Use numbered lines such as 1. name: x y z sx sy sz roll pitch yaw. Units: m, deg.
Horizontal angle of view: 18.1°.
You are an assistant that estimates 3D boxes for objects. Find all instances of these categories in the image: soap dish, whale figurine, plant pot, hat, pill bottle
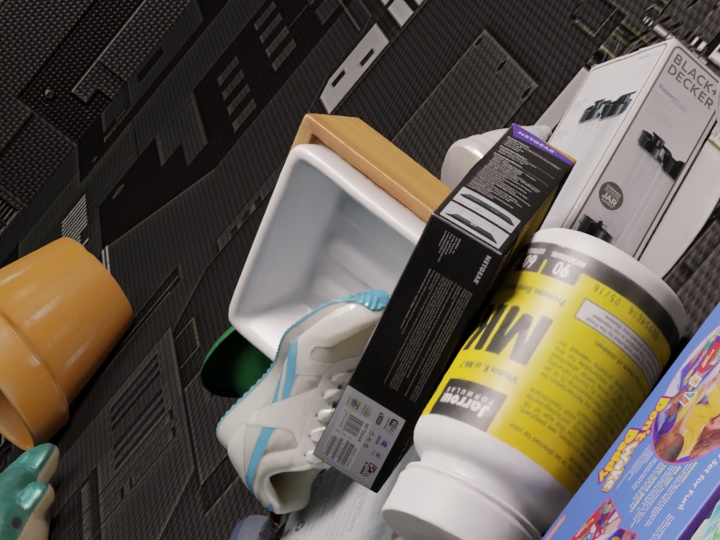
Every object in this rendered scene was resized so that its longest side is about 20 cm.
1. soap dish: 0.000 0.000 1.624 0.081 0.157 0.201 -35 -23 -46
2. whale figurine: -0.371 0.247 2.280 0.159 0.104 0.200 -39 21 38
3. plant pot: -0.359 0.067 2.499 0.183 0.201 0.200 -42 13 -20
4. hat: -0.021 0.120 1.752 0.199 0.177 0.166 -22 -25 -18
5. pill bottle: 0.103 0.085 1.354 0.201 0.114 0.114 -58 18 -17

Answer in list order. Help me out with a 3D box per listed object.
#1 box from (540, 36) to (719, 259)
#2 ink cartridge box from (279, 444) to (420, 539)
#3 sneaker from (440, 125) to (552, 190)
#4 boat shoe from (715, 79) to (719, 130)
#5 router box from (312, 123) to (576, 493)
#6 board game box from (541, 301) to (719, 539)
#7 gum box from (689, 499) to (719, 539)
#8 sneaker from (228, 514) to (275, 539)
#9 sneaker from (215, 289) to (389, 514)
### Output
1. box: 0.165 -0.058 1.568 0.201 0.060 0.117 -59 18 -20
2. ink cartridge box: 0.001 0.194 1.525 0.200 0.043 0.197 -32 25 43
3. sneaker: 0.094 -0.034 1.682 0.088 0.075 0.200 -25 -23 -30
4. boat shoe: 0.280 -0.114 1.385 0.060 0.076 0.200 -17 -3 -18
5. router box: 0.054 0.023 1.439 0.201 0.052 0.157 -64 -9 32
6. board game box: 0.185 0.106 1.212 0.200 0.045 0.134 -53 17 0
7. gum box: 0.225 0.136 1.049 0.170 0.044 0.200 -53 18 -2
8. sneaker: -0.124 0.257 1.582 0.070 0.082 0.201 63 -134 -63
9. sneaker: -0.025 0.088 1.567 0.076 0.081 0.200 -10 -33 -40
